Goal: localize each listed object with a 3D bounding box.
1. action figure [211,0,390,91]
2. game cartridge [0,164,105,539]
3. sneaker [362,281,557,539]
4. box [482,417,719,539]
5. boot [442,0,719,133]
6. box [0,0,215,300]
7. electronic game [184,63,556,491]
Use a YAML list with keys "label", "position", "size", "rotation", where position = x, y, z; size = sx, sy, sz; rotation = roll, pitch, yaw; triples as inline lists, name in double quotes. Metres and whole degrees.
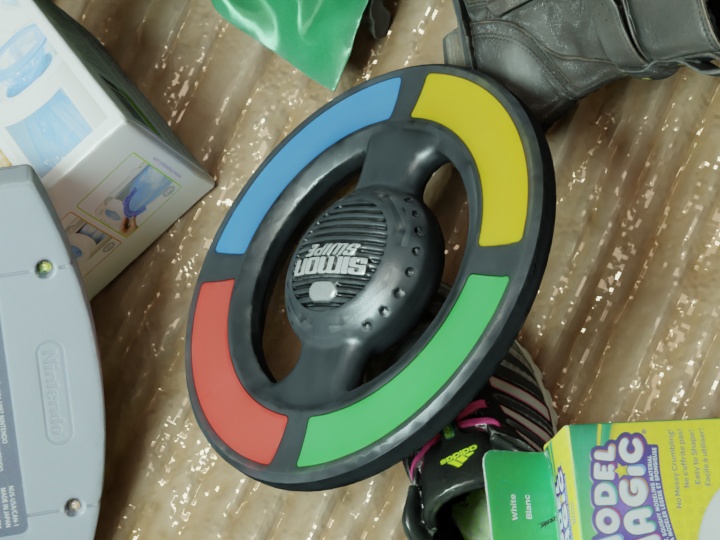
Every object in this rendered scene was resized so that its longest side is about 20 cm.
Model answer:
- label: "action figure"
  position: [-0.068, -0.175, 0.982]
  size: [0.199, 0.055, 0.119]
  rotation: [25, 87, 21]
- label: "game cartridge"
  position: [-0.181, 0.054, 0.894]
  size: [0.132, 0.041, 0.201]
  rotation: [-6, 113, -8]
- label: "sneaker"
  position: [0.048, 0.079, 0.848]
  size: [0.074, 0.087, 0.201]
  rotation: [-31, 67, 10]
- label: "box"
  position: [0.150, 0.115, 0.776]
  size: [0.199, 0.048, 0.118]
  rotation: [-3, 73, -7]
- label: "boot"
  position: [0.096, -0.155, 0.858]
  size: [0.174, 0.069, 0.201]
  rotation: [-28, 72, 55]
- label: "box"
  position: [-0.190, -0.025, 0.959]
  size: [0.200, 0.101, 0.113]
  rotation: [-43, 65, 5]
- label: "electronic game"
  position: [0.000, 0.000, 0.864]
  size: [0.199, 0.042, 0.201]
  rotation: [-25, 48, 31]
